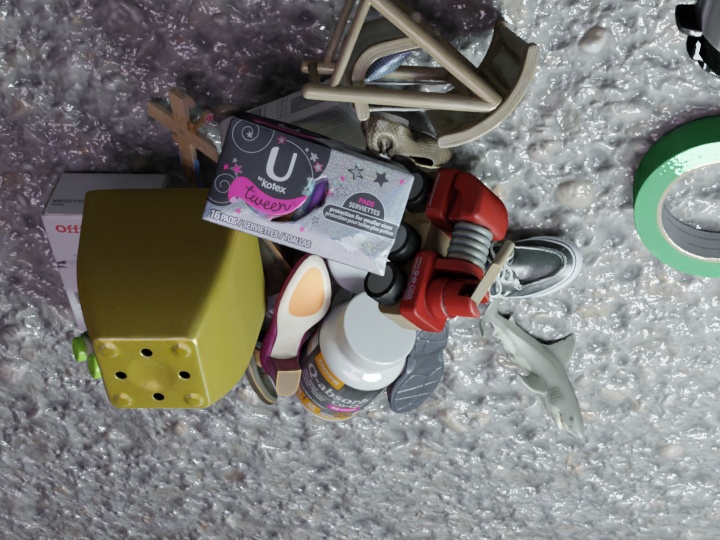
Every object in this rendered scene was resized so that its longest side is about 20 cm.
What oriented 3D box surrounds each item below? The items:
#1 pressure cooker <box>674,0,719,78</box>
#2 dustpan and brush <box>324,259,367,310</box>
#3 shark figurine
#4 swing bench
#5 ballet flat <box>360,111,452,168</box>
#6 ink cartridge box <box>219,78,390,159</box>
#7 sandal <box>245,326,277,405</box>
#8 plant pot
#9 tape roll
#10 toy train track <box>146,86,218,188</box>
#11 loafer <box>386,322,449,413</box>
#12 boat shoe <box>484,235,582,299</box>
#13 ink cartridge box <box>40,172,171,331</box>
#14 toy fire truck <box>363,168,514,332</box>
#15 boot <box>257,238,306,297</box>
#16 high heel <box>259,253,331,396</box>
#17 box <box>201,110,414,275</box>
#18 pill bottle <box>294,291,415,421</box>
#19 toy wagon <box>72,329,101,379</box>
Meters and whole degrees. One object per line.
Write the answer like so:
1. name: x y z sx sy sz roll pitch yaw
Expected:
1. pressure cooker: 0.406 -0.254 1.260 0.176 0.178 0.201 38 143 28
2. dustpan and brush: 0.000 0.000 1.667 0.138 0.058 0.201 10 129 -16
3. shark figurine: 0.227 0.098 1.712 0.089 0.128 0.215 -36 103 7
4. swing bench: 0.054 -0.208 1.325 0.198 0.199 0.131 21 104 -8
5. ballet flat: 0.047 -0.133 1.452 0.067 0.047 0.200 16 -179 20
6. ink cartridge box: -0.043 -0.128 1.563 0.160 0.051 0.200 -17 145 24
7. sandal: -0.135 0.097 1.775 0.054 0.082 0.201 -18 124 -3
8. plant pot: -0.221 0.045 1.528 0.193 0.201 0.195 0 134 6
9. tape roll: 0.406 -0.079 1.511 0.198 0.048 0.202 5 133 5
10. toy train track: -0.191 -0.140 1.567 0.114 0.032 0.201 36 150 25
11. loafer: 0.070 0.107 1.754 0.071 0.063 0.201 -12 143 -21
12. boat shoe: 0.162 -0.001 1.604 0.197 0.068 0.074 -2 91 21
13. ink cartridge box: -0.295 -0.021 1.671 0.143 0.084 0.201 2 135 8
14. toy fire truck: 0.114 -0.025 1.481 0.199 0.178 0.128 5 159 40
15. boot: -0.136 -0.032 1.630 0.096 0.075 0.200 -25 129 21
16. high heel: -0.084 0.050 1.664 0.067 0.096 0.202 -2 122 -17
17. box: -0.054 -0.086 1.426 0.198 0.132 0.116 17 98 -5
18. pill bottle: -0.009 0.106 1.683 0.115 0.117 0.200 21 151 -10
19. toy wagon: -0.271 0.100 1.709 0.154 0.200 0.040 -11 109 -26
